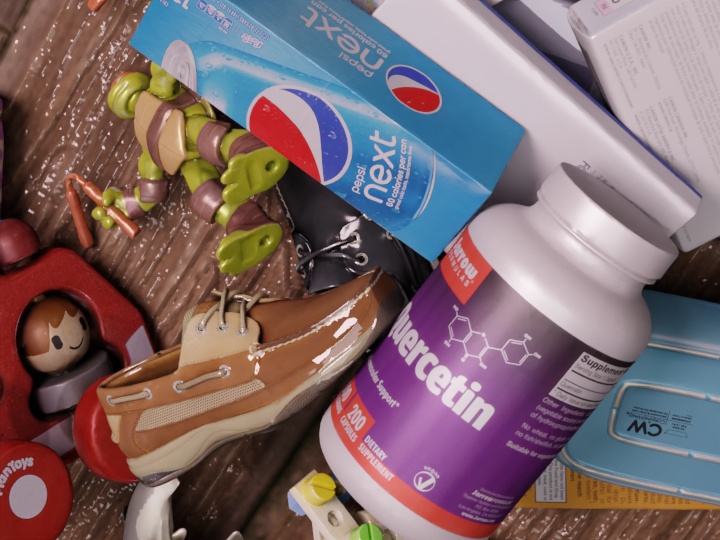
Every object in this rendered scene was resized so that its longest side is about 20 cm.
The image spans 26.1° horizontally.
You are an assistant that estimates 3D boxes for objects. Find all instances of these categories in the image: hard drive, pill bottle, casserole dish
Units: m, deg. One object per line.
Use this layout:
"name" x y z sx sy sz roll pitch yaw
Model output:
"hard drive" 0.071 -0.065 0.867 0.200 0.025 0.132 40 130 -7
"pill bottle" 0.074 0.044 0.819 0.112 0.112 0.200 35 106 -6
"casserole dish" 0.190 0.079 0.881 0.200 0.039 0.121 12 115 2

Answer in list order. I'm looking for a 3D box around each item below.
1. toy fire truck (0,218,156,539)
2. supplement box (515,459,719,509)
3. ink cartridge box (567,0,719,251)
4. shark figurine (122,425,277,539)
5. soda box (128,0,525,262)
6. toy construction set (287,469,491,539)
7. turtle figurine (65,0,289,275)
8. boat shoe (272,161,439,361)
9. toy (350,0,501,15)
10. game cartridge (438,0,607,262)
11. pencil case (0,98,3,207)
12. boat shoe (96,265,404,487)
"toy fire truck" -0.211 0.064 0.923 0.112 0.200 0.168 2 117 47
"supplement box" 0.158 0.106 0.953 0.200 0.067 0.069 -2 109 8
"ink cartridge box" 0.234 -0.118 0.854 0.200 0.057 0.163 -29 124 4
"shark figurine" -0.129 0.159 1.004 0.128 0.089 0.215 -12 120 -24
"soda box" -0.017 -0.097 0.822 0.200 0.068 0.064 35 131 -3
"toy construction set" 0.028 0.216 0.963 0.092 0.131 0.200 -19 79 53
"turtle figurine" -0.105 -0.068 0.902 0.161 0.064 0.200 43 126 36
"boat shoe" -0.002 0.001 0.889 0.074 0.066 0.199 -10 119 39
"toy" 0.026 -0.187 0.855 0.200 0.047 0.115 -27 89 25
"game cartridge" 0.076 -0.072 0.917 0.133 0.041 0.200 19 110 -4
"pencil case" -0.264 -0.021 0.948 0.084 0.086 0.200 11 111 13
"boat shoe" -0.070 0.050 0.858 0.200 0.076 0.074 -32 100 25
